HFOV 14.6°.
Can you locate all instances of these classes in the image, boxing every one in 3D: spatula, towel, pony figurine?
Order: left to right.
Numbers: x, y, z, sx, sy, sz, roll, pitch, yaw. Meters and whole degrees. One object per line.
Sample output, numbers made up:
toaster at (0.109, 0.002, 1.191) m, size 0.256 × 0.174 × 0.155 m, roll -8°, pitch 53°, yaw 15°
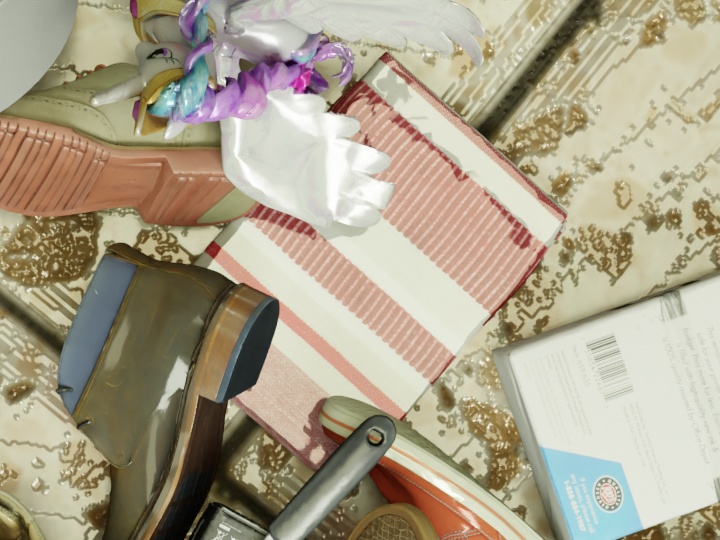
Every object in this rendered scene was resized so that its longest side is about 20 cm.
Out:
pony figurine at (-0.054, -0.123, 1.449) m, size 0.192 × 0.200 × 0.167 m, roll 10°, pitch 130°, yaw -20°
spatula at (-0.052, 0.149, 1.436) m, size 0.057 × 0.021 × 0.200 m, roll 43°, pitch 80°, yaw -2°
towel at (0.000, 0.000, 1.536) m, size 0.144 × 0.023 × 0.200 m, roll 42°, pitch 84°, yaw -2°

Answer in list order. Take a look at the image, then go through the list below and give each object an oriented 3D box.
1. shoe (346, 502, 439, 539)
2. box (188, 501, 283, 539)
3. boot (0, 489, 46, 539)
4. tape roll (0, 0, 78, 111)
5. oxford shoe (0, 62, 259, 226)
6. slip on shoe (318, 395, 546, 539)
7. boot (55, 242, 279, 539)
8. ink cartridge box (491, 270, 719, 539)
shoe at (0.021, 0.220, 1.431) m, size 0.070 × 0.053 × 0.201 m, roll -3°, pitch 83°, yaw 27°
box at (-0.028, 0.240, 1.490) m, size 0.200 × 0.086 × 0.164 m, roll 27°, pitch 85°, yaw -4°
boot at (-0.201, 0.154, 1.411) m, size 0.072 × 0.155 × 0.200 m, roll -30°, pitch 57°, yaw -20°
tape roll at (-0.248, -0.153, 1.438) m, size 0.199 × 0.066 × 0.201 m, roll -3°, pitch 50°, yaw 4°
oxford shoe at (-0.148, -0.073, 1.485) m, size 0.199 × 0.071 × 0.074 m, roll 10°, pitch 55°, yaw -30°
slip on shoe at (0.049, 0.140, 1.501) m, size 0.200 × 0.074 × 0.061 m, roll 43°, pitch 90°, yaw -18°
boot at (-0.124, 0.084, 1.500) m, size 0.097 × 0.075 × 0.201 m, roll 27°, pitch 99°, yaw 13°
ink cartridge box at (0.186, 0.065, 1.529) m, size 0.199 × 0.067 × 0.116 m, roll -19°, pitch 89°, yaw -6°
